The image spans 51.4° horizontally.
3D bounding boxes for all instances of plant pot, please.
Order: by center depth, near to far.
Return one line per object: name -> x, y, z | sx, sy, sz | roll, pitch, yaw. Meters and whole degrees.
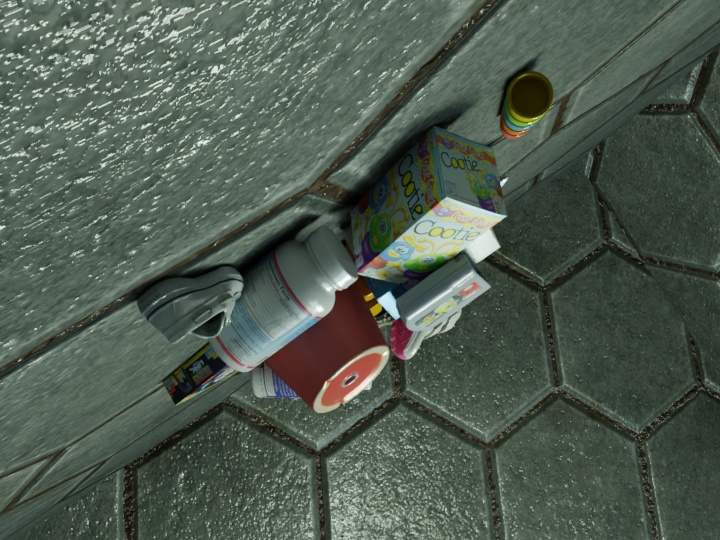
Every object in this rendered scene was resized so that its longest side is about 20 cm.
plant pot -> -0.061, 0.095, 1.109 | 0.198, 0.178, 0.202 | -33, 156, -17

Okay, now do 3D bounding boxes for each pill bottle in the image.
pill bottle -> -0.103, 0.033, 0.969 | 0.198, 0.110, 0.109 | -35, 174, 12
pill bottle -> -0.079, 0.152, 1.251 | 0.194, 0.124, 0.120 | 0, 178, 7

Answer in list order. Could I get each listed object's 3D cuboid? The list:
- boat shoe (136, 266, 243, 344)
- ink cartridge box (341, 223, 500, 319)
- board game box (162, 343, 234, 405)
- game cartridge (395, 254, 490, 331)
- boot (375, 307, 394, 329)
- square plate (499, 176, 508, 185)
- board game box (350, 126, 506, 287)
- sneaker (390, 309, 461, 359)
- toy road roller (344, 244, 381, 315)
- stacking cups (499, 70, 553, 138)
boat shoe -> -0.180, 0.046, 0.843 | 0.073, 0.068, 0.199 | -35, 175, 18
ink cartridge box -> 0.090, -0.049, 1.135 | 0.198, 0.147, 0.084 | -35, 142, 8
board game box -> -0.266, 0.173, 1.468 | 0.164, 0.057, 0.199 | -36, 175, 29
game cartridge -> 0.119, 0.038, 1.089 | 0.131, 0.042, 0.200 | -32, 165, 11
boot -> 0.018, 0.035, 1.400 | 0.202, 0.153, 0.075 | -30, -147, 37
square plate -> 0.171, -0.088, 1.317 | 0.199, 0.028, 0.199 | -52, 169, 24
board game box -> 0.082, -0.076, 0.980 | 0.103, 0.106, 0.200 | 12, 147, -30
sneaker -> 0.123, 0.073, 1.251 | 0.081, 0.088, 0.202 | -20, -149, 57
toy road roller -> 0.000, 0.000, 1.291 | 0.198, 0.124, 0.147 | -34, 161, -11
stacking cups -> 0.226, -0.218, 1.036 | 0.060, 0.061, 0.200 | -34, 175, 5
